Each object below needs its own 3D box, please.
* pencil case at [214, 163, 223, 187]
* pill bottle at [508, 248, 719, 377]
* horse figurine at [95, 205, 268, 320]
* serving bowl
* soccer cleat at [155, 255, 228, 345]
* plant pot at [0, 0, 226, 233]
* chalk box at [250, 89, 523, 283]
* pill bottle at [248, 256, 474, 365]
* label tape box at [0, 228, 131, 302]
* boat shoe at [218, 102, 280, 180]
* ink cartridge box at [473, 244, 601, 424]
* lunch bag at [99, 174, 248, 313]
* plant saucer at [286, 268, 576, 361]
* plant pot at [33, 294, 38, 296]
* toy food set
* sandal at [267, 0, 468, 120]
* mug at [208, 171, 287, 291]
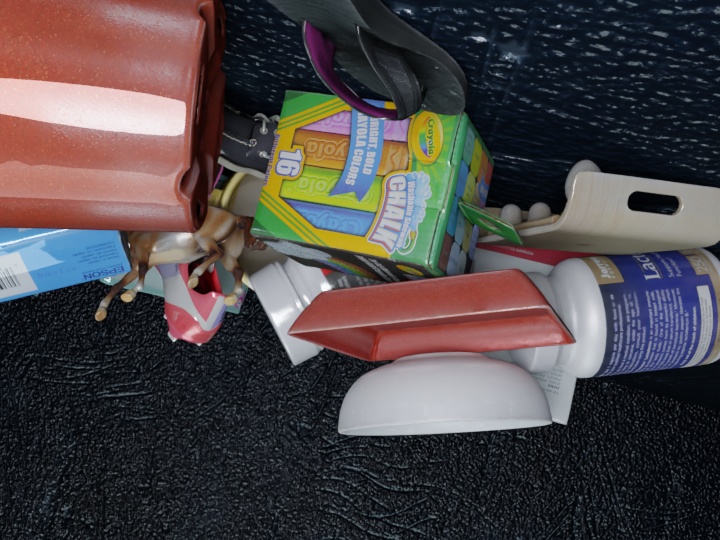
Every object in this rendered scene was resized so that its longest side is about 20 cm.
[{"bbox_3d":[-0.224,-0.110,0.819,0.198,0.095,0.091,17,167,37],"label":"pencil case"},{"bbox_3d":[0.245,0.042,0.823,0.197,0.118,0.116,-5,176,-10],"label":"pill bottle"},{"bbox_3d":[-0.167,-0.020,0.793,0.197,0.134,0.050,-9,132,13],"label":"horse figurine"},{"bbox_3d":[0.076,0.114,0.790,0.196,0.067,0.200,-3,167,-1],"label":"serving bowl"},{"bbox_3d":[-0.183,-0.014,0.875,0.066,0.077,0.201,16,-144,-43],"label":"soccer cleat"},{"bbox_3d":[-0.189,-0.109,0.535,0.192,0.204,0.201,6,173,-4],"label":"plant pot"},{"bbox_3d":[0.034,-0.057,0.687,0.197,0.126,0.125,10,172,20],"label":"chalk box"},{"bbox_3d":[0.000,0.000,0.821,0.198,0.115,0.114,-29,177,-7],"label":"pill bottle"},{"bbox_3d":[-0.264,-0.077,0.660,0.141,0.202,0.067,-14,143,-9],"label":"label tape box"},{"bbox_3d":[-0.085,-0.122,0.774,0.063,0.073,0.199,-39,135,24],"label":"boat shoe"},{"bbox_3d":[0.171,0.056,0.952,0.142,0.203,0.145,13,173,3],"label":"ink cartridge box"},{"bbox_3d":[-0.215,-0.046,1.065,0.197,0.173,0.122,17,180,-23],"label":"lunch bag"},{"bbox_3d":[0.066,0.039,0.695,0.196,0.037,0.200,-7,165,19],"label":"plant saucer"},{"bbox_3d":[-0.395,-0.107,0.961,0.187,0.202,0.200,33,167,-17],"label":"plant pot"},{"bbox_3d":[0.193,-0.052,0.724,0.141,0.062,0.200,4,177,-16],"label":"toy food set"},{"bbox_3d":[-0.003,-0.128,0.511,0.075,0.049,0.199,9,170,38],"label":"sandal"},{"bbox_3d":[-0.107,-0.069,0.920,0.187,0.149,0.153,49,169,-19],"label":"mug"}]
